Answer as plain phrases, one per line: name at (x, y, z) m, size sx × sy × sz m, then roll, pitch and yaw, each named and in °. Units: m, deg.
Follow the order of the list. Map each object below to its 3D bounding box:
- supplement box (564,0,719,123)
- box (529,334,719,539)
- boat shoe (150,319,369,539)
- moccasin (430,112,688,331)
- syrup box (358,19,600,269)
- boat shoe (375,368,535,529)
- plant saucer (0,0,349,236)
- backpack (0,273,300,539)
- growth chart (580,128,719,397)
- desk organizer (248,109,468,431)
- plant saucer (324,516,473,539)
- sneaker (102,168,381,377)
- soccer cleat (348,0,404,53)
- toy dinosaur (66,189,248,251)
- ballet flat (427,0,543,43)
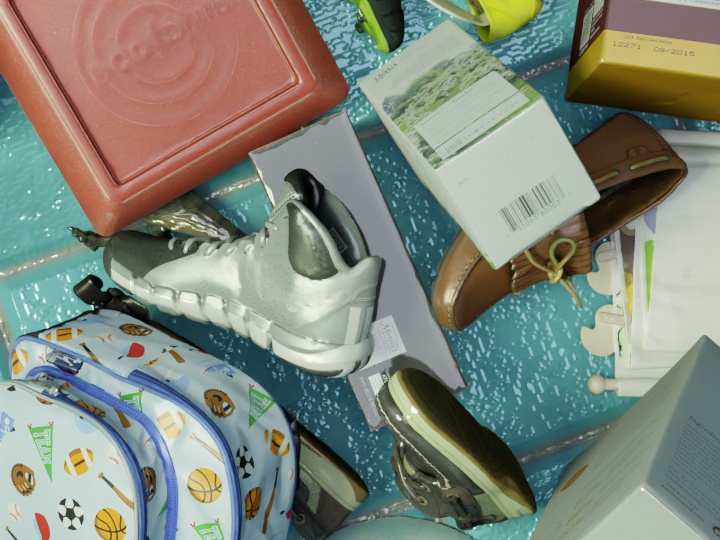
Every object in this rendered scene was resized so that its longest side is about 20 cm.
supplement box at (0.219, -0.209, 1.015) m, size 0.132 × 0.197 × 0.201 m, roll 8°, pitch 90°, yaw 1°
box at (0.188, 0.160, 0.985) m, size 0.106 × 0.200 × 0.152 m, roll 41°, pitch 123°, yaw 2°
boat shoe at (-0.087, 0.110, 1.079) m, size 0.200 × 0.073 × 0.065 m, roll 38°, pitch 86°, yaw 3°
moccasin at (0.131, -0.024, 1.044) m, size 0.201 × 0.074 × 0.078 m, roll -32°, pitch 55°, yaw -22°
syrup box at (0.070, -0.086, 1.012) m, size 0.079 × 0.200 × 0.082 m, roll -34°, pitch 115°, yaw 1°
boat shoe at (0.054, 0.127, 1.016) m, size 0.065 × 0.200 × 0.073 m, roll -34°, pitch 52°, yaw 9°
plant saucer at (-0.134, -0.151, 1.037) m, size 0.199 × 0.037 × 0.201 m, roll -30°, pitch 104°, yaw -3°
backpack at (-0.138, 0.129, 0.996) m, size 0.190 × 0.154 × 0.201 m, roll 14°, pitch 114°, yaw 22°
growth chart at (0.231, -0.005, 1.101) m, size 0.144 × 0.018 × 0.201 m, roll 9°, pitch 89°, yaw 2°
desk organizer at (0.000, 0.000, 1.077) m, size 0.071 × 0.077 × 0.201 m, roll -24°, pitch 89°, yaw 2°
plant saucer at (0.026, 0.273, 1.090) m, size 0.200 × 0.039 × 0.202 m, roll 0°, pitch 89°, yaw 2°
sneaker at (-0.070, -0.019, 1.019) m, size 0.199 × 0.075 × 0.116 m, roll 21°, pitch 110°, yaw 19°
soccer cleat at (0.010, -0.251, 1.088) m, size 0.081 × 0.068 × 0.201 m, roll -15°, pitch 86°, yaw -2°
toy dinosaur at (-0.144, -0.037, 1.099) m, size 0.200 × 0.047 × 0.088 m, roll 38°, pitch 83°, yaw -1°
ballet flat at (0.049, -0.220, 1.048) m, size 0.067 × 0.067 × 0.200 m, roll -43°, pitch 128°, yaw 11°
